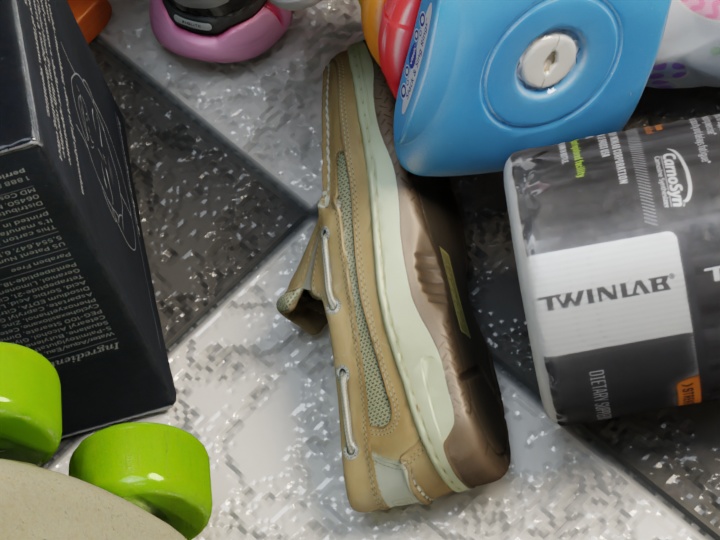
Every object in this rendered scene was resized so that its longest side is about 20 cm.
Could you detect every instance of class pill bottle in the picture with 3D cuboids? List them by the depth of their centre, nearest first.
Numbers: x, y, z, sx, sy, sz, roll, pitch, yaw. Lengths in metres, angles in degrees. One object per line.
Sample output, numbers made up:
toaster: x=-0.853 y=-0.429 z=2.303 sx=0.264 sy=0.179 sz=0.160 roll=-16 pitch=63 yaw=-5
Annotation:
pill bottle: x=0.158 y=-0.010 z=0.915 sx=0.199 sy=0.106 sz=0.107 roll=-10 pitch=59 yaw=5

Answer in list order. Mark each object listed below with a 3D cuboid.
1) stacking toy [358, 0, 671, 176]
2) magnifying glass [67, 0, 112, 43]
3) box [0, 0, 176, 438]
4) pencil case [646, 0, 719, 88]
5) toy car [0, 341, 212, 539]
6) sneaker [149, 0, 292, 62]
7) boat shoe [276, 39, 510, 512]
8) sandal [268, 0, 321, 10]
stacking toy: x=0.028 y=-0.137 z=0.975 sx=0.109 sy=0.117 sz=0.200 roll=-7 pitch=41 yaw=-28
magnifying glass: x=-0.192 y=-0.157 z=1.121 sx=0.200 sy=0.022 sz=0.080 roll=32 pitch=70 yaw=27
box: x=-0.154 y=-0.041 z=0.939 sx=0.106 sy=0.200 sz=0.149 roll=-16 pitch=58 yaw=3
pencil case: x=0.189 y=-0.122 z=0.988 sx=0.199 sy=0.083 sz=0.091 roll=-3 pitch=66 yaw=10
toy car: x=-0.159 y=0.151 z=0.894 sx=0.199 sy=0.158 sz=0.165 roll=-28 pitch=50 yaw=28
sneaker: x=-0.042 y=-0.192 z=1.068 sx=0.079 sy=0.096 sz=0.201 roll=9 pitch=61 yaw=18
boat shoe: x=0.000 y=0.000 z=0.968 sx=0.076 sy=0.072 sz=0.201 roll=-21 pitch=56 yaw=17
sandal: x=-0.057 y=-0.186 z=0.967 sx=0.079 sy=0.059 sz=0.207 roll=-43 pitch=48 yaw=13
